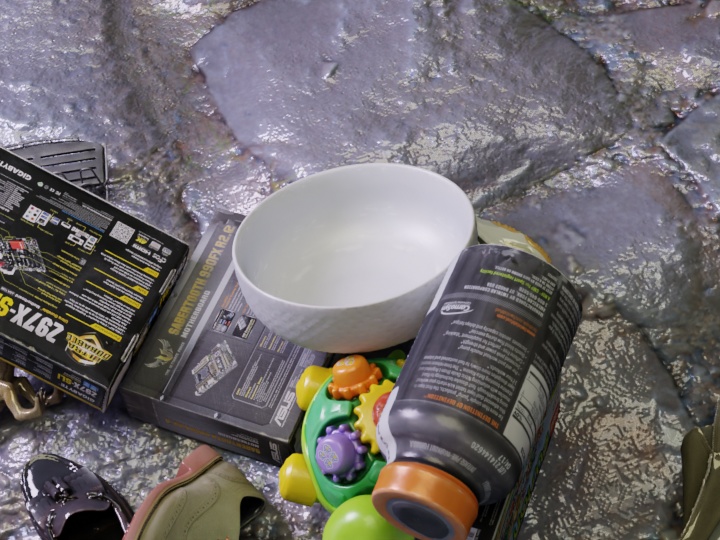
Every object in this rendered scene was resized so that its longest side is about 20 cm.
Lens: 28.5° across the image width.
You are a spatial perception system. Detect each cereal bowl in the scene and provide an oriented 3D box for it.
[{"bbox_3d":[0.000,0.000,1.141,0.198,0.084,0.201,-8,37,6],"label":"cereal bowl"}]

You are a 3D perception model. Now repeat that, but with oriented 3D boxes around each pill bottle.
[{"bbox_3d":[0.076,0.089,0.993,0.105,0.107,0.201,17,59,18],"label":"pill bottle"}]

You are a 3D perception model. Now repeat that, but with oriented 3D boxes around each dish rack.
[{"bbox_3d":[-0.297,-0.041,1.292,0.152,0.055,0.202,-8,61,0],"label":"dish rack"}]

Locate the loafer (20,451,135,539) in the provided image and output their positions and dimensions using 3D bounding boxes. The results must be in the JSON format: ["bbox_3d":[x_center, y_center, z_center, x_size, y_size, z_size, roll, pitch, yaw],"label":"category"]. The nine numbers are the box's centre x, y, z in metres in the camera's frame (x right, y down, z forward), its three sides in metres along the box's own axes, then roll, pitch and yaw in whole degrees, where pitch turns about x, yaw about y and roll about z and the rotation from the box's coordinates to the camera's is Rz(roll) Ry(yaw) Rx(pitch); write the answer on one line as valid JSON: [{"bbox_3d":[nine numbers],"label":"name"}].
[{"bbox_3d":[-0.204,0.206,1.106,0.072,0.063,0.200,-35,58,-18],"label":"loafer"}]

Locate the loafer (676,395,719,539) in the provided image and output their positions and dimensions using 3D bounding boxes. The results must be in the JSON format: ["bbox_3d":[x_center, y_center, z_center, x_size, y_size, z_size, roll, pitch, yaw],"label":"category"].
[{"bbox_3d":[0.276,0.160,1.083,0.069,0.076,0.201,14,54,32],"label":"loafer"}]

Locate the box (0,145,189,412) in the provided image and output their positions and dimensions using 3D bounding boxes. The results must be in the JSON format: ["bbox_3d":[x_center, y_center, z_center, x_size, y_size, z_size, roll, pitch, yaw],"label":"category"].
[{"bbox_3d":[-0.264,0.002,1.184,0.199,0.049,0.161,27,56,-2],"label":"box"}]

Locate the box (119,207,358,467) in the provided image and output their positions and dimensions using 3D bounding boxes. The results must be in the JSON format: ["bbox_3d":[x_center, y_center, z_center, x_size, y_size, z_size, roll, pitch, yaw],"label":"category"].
[{"bbox_3d":[-0.090,0.054,1.210,0.157,0.049,0.201,14,57,17],"label":"box"}]

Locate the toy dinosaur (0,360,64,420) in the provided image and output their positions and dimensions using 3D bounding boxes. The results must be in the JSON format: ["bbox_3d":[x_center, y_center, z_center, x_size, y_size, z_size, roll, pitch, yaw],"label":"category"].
[{"bbox_3d":[-0.307,0.100,1.202,0.100,0.058,0.202,4,80,11],"label":"toy dinosaur"}]

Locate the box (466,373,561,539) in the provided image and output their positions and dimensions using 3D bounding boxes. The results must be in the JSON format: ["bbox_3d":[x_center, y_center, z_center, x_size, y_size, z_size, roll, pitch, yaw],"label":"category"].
[{"bbox_3d":[0.108,0.156,1.074,0.034,0.110,0.201,14,58,16],"label":"box"}]

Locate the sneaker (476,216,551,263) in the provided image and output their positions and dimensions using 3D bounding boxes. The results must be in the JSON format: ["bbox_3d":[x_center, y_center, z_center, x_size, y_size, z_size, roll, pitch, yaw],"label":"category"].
[{"bbox_3d":[0.066,-0.018,1.225,0.199,0.076,0.088,29,62,25],"label":"sneaker"}]

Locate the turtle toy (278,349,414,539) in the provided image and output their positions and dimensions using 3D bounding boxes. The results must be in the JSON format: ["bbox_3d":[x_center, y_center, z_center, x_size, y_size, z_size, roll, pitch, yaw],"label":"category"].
[{"bbox_3d":[0.015,0.147,1.074,0.144,0.101,0.202,14,61,-6],"label":"turtle toy"}]

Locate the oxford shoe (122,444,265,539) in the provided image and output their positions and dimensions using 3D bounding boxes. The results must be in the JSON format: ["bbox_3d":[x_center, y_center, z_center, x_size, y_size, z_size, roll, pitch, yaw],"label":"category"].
[{"bbox_3d":[-0.127,0.197,1.056,0.073,0.071,0.200,28,28,7],"label":"oxford shoe"}]
